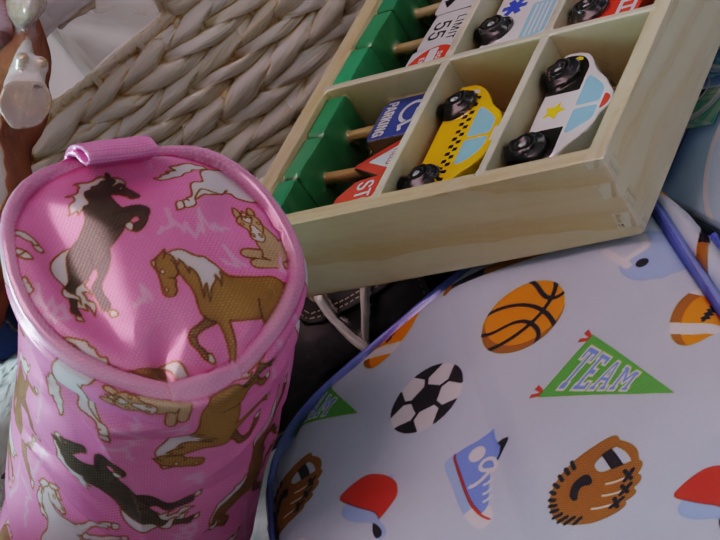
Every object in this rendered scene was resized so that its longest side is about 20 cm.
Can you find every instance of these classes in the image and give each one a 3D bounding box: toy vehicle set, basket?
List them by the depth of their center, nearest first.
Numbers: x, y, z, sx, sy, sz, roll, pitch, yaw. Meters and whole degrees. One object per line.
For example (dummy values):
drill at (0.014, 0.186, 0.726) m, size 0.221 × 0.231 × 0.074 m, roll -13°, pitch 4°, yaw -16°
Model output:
toy vehicle set at (0.051, -0.074, 0.697) m, size 0.124 × 0.027 × 0.200 m, roll -12°, pitch 35°, yaw 34°
basket at (-0.074, -0.100, 0.861) m, size 0.198 × 0.161 × 0.200 m, roll -36°, pitch 33°, yaw 16°

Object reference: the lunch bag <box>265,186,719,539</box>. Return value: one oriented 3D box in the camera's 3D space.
lunch bag at (0.059, 0.068, 0.586) m, size 0.160 × 0.076 × 0.200 m, roll -38°, pitch 30°, yaw 9°

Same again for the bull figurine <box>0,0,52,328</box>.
bull figurine at (-0.129, -0.001, 0.688) m, size 0.121 × 0.065 × 0.201 m, roll 148°, pitch 128°, yaw -75°

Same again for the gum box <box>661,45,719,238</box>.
gum box at (0.172, -0.056, 0.621) m, size 0.170 × 0.045 × 0.200 m, roll -48°, pitch 31°, yaw -4°

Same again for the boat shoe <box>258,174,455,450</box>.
boat shoe at (0.000, 0.000, 0.740) m, size 0.200 × 0.072 × 0.068 m, roll -42°, pitch 30°, yaw 1°

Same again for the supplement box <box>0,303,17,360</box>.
supplement box at (-0.193, -0.052, 1.001) m, size 0.109 × 0.110 × 0.201 m, roll -26°, pitch 35°, yaw 29°

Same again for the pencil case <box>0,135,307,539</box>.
pencil case at (-0.066, 0.050, 0.652) m, size 0.083 × 0.086 × 0.200 m, roll -53°, pitch -12°, yaw -36°
